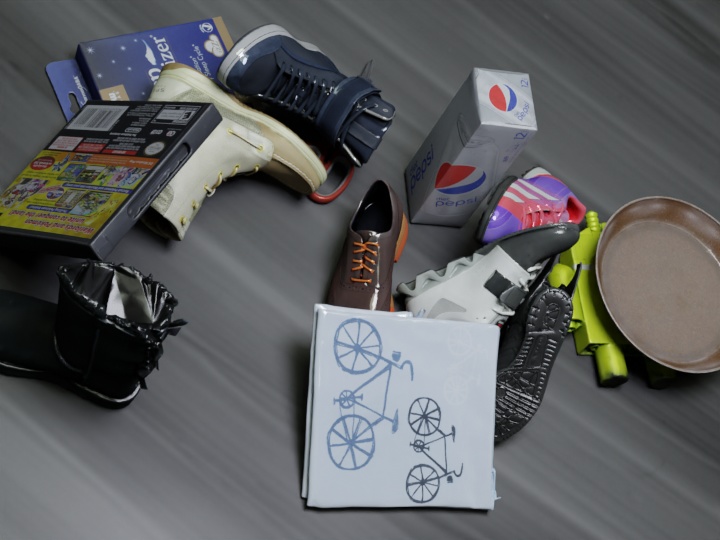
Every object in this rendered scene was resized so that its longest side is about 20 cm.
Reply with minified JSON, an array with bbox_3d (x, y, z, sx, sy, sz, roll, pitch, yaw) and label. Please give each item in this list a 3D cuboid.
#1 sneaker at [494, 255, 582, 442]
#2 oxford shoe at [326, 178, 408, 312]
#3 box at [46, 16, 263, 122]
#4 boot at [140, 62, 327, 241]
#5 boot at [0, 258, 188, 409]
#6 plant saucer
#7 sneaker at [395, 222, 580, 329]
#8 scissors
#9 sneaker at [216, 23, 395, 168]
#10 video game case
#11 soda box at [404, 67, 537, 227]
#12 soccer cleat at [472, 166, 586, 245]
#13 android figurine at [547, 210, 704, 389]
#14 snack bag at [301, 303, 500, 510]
[{"bbox_3d":[0.171,0.076,1.467,0.060,0.104,0.201,27,94,-2],"label":"sneaker"},{"bbox_3d":[0.000,0.000,1.431,0.070,0.073,0.202,3,55,11],"label":"oxford shoe"},{"bbox_3d":[-0.211,-0.190,1.490,0.198,0.032,0.122,-17,70,-27],"label":"box"},{"bbox_3d":[-0.143,-0.092,1.433,0.199,0.072,0.156,32,67,-17],"label":"boot"},{"bbox_3d":[-0.258,0.043,1.265,0.197,0.163,0.074,25,57,-6],"label":"boot"},{"bbox_3d":[0.333,0.018,1.540,0.198,0.032,0.202,9,63,-17],"label":"plant saucer"},{"bbox_3d":[0.139,0.019,1.441,0.074,0.199,0.089,13,54,-63],"label":"sneaker"},{"bbox_3d":[-0.012,-0.150,1.558,0.073,0.014,0.200,36,55,3],"label":"scissors"},{"bbox_3d":[-0.046,-0.174,1.460,0.146,0.077,0.202,44,21,19],"label":"sneaker"},{"bbox_3d":[-0.244,-0.088,1.327,0.181,0.199,0.026,-53,128,-26],"label":"video game case"},{"bbox_3d":[0.109,-0.121,1.474,0.063,0.200,0.069,4,62,-19],"label":"soda box"},{"bbox_3d":[0.178,-0.060,1.504,0.073,0.069,0.200,31,23,15],"label":"soccer cleat"},{"bbox_3d":[0.284,0.028,1.558,0.180,0.041,0.202,5,63,-19],"label":"android figurine"},{"bbox_3d":[0.043,0.132,1.381,0.198,0.021,0.191,4,84,-18],"label":"snack bag"}]
